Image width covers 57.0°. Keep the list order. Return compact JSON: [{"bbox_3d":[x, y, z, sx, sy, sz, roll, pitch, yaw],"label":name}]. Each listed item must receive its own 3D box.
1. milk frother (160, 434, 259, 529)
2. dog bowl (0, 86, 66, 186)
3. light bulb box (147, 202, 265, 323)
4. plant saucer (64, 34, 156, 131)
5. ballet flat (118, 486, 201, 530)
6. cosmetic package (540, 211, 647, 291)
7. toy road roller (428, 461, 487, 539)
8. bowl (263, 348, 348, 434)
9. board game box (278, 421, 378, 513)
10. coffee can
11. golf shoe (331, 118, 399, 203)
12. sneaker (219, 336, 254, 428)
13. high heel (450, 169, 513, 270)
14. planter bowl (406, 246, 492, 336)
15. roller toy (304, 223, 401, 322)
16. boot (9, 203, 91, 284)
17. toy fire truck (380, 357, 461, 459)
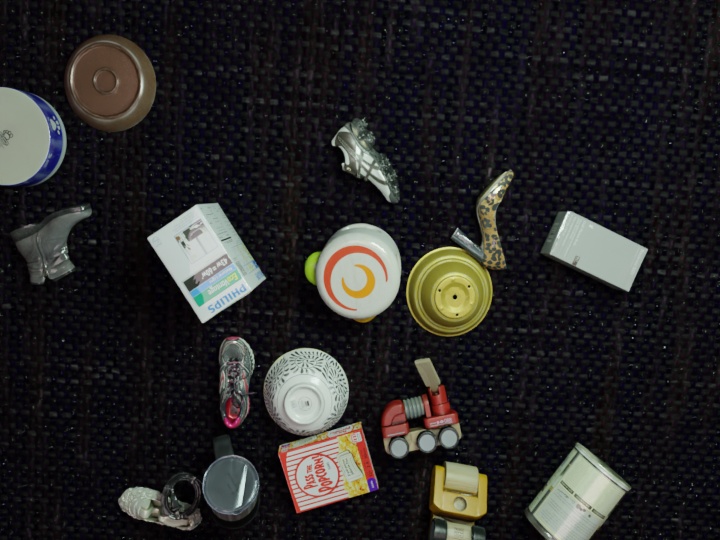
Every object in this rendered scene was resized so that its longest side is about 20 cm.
[{"bbox_3d":[-0.325,0.477,1.423,0.198,0.189,0.181,-30,68,-22],"label":"milk frother"},{"bbox_3d":[-0.733,-0.279,1.398,0.196,0.079,0.205,0,97,-2],"label":"dog bowl"},{"bbox_3d":[-0.311,-0.023,1.379,0.124,0.198,0.202,-32,95,4],"label":"light bulb box"},{"bbox_3d":[-0.538,-0.401,1.413,0.196,0.035,0.205,0,97,-2],"label":"plant saucer"},{"bbox_3d":[-0.458,0.544,1.506,0.196,0.072,0.073,14,96,-2],"label":"ballet flat"},{"bbox_3d":[0.511,-0.042,1.459,0.197,0.090,0.109,23,93,-1],"label":"cosmetic package"},{"bbox_3d":[0.211,0.554,1.515,0.120,0.147,0.203,11,59,-3],"label":"toy road roller"},{"bbox_3d":[-0.123,0.282,1.472,0.196,0.094,0.205,0,96,-2],"label":"bowl"},{"bbox_3d":[-0.072,0.448,1.511,0.196,0.046,0.154,-17,101,1],"label":"board game box"},{"bbox_3d":[0.485,0.515,1.489,0.145,0.146,0.201,36,94,-5],"label":"coffee can"},{"bbox_3d":[0.013,-0.224,1.438,0.094,0.078,0.202,-29,95,19],"label":"golf shoe"},{"bbox_3d":[-0.276,0.248,1.473,0.079,0.075,0.205,-3,96,-1],"label":"sneaker"},{"bbox_3d":[0.308,-0.106,1.449,0.142,0.071,0.201,36,108,-1],"label":"high heel"},{"bbox_3d":[0.202,0.054,1.461,0.196,0.083,0.205,0,97,-1],"label":"planter bowl"},{"bbox_3d":[0.000,0.000,1.421,0.182,0.140,0.200,-41,98,14],"label":"roller toy"},{"bbox_3d":[-0.647,-0.056,1.439,0.197,0.070,0.134,-21,100,12],"label":"boot"},{"bbox_3d":[0.125,0.301,1.477,0.172,0.129,0.204,-11,85,0],"label":"toy fire truck"}]
